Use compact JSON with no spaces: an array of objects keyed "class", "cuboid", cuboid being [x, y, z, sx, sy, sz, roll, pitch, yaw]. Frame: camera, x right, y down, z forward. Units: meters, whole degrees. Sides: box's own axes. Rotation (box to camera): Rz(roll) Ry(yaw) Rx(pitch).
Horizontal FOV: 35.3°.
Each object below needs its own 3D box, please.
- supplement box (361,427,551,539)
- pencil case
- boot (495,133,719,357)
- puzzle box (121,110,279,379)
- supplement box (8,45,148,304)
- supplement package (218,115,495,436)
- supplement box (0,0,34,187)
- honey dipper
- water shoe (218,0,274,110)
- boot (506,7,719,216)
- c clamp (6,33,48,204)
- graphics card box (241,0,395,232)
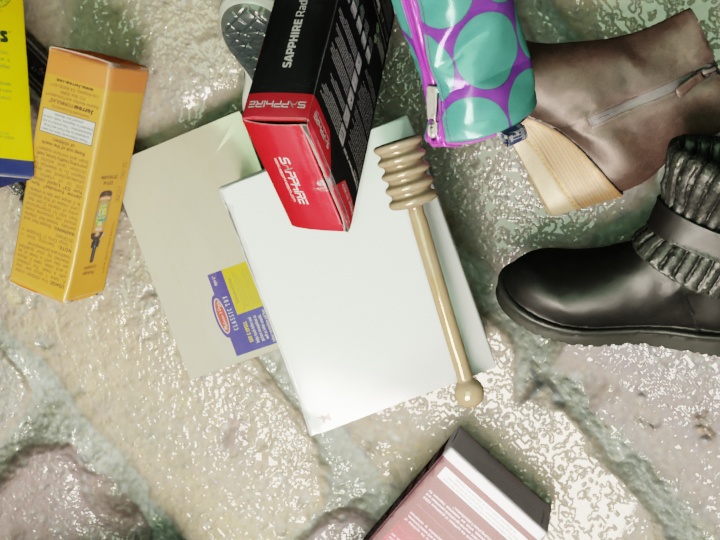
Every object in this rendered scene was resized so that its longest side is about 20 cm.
[{"class":"supplement box","cuboid":[0.059,0.247,0.961,0.109,0.061,0.201,40,105,4]},{"class":"pencil case","cuboid":[0.057,-0.183,0.771,0.085,0.092,0.202,11,128,52]},{"class":"boot","cuboid":[0.211,-0.025,0.841,0.207,0.080,0.160,5,130,3]},{"class":"puzzle box","cuboid":[-0.122,-0.020,0.973,0.131,0.025,0.203,-18,95,15]},{"class":"supplement box","cuboid":[-0.236,-0.079,0.943,0.068,0.066,0.203,15,100,16]},{"class":"supplement package","cuboid":[0.000,0.000,0.891,0.153,0.111,0.203,-20,96,4]},{"class":"supplement box","cuboid":[-0.344,-0.167,0.917,0.108,0.109,0.204,-9,84,39]},{"class":"honey dipper","cuboid":[0.054,0.004,0.817,0.037,0.038,0.203,-15,97,15]},{"class":"water shoe","cuboid":[-0.056,-0.169,0.869,0.070,0.201,0.080,7,67,7]},{"class":"boot","cuboid":[0.174,-0.157,0.858,0.165,0.072,0.202,-29,102,18]},{"class":"c clamp","cuboid":[-0.320,-0.122,1.004,0.199,0.027,0.172,38,101,5]},{"class":"graphics card box","cuboid":[-0.023,-0.145,0.785,0.050,0.126,0.203,3,61,17]}]
